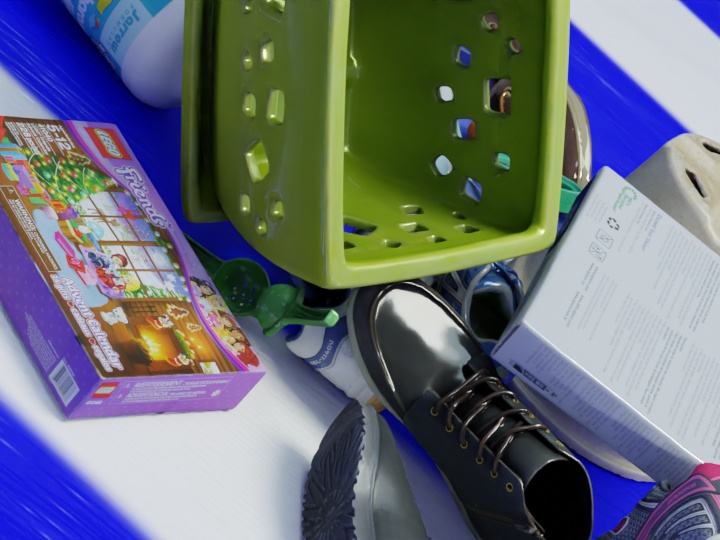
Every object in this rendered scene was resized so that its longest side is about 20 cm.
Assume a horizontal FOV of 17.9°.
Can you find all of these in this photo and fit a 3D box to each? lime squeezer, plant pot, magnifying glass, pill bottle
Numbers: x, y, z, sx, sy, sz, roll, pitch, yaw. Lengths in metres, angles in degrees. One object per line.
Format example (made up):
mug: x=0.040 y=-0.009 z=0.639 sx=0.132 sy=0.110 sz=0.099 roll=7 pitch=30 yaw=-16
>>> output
lime squeezer: x=-0.063 y=0.007 z=1.379 sx=0.038 sy=0.071 sz=0.200 roll=-38 pitch=44 yaw=-22
plant pot: x=-0.002 y=-0.111 z=1.404 sx=0.199 sy=0.200 sz=0.181 roll=-9 pitch=17 yaw=-40
magnifying glass: x=0.108 y=-0.079 z=1.636 sx=0.079 sy=0.023 sz=0.200 roll=19 pitch=10 yaw=-13
plant pot: x=0.211 y=0.013 z=1.598 sx=0.200 sy=0.184 sz=0.201 roll=30 pitch=32 yaw=-20
pill bottle: x=-0.136 y=-0.186 z=1.520 sx=0.200 sy=0.111 sz=0.111 roll=51 pitch=30 yaw=18

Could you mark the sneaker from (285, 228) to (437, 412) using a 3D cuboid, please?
sneaker: x=0.000 y=0.000 z=1.472 sx=0.088 sy=0.075 sz=0.200 roll=32 pitch=30 yaw=-17

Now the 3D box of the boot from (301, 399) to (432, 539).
boot: x=0.065 y=0.178 z=1.318 sx=0.199 sy=0.066 sz=0.165 roll=26 pitch=40 yaw=-22

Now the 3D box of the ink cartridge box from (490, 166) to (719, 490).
ink cartridge box: x=0.195 y=0.050 z=1.424 sx=0.200 sy=0.041 sz=0.200 roll=37 pitch=38 yaw=-1

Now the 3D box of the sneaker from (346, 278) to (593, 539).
sneaker: x=0.072 y=0.082 z=1.360 sx=0.075 sy=0.106 sz=0.201 roll=-37 pitch=100 yaw=-18

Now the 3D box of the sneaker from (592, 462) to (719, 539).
sneaker: x=0.180 y=0.162 z=1.337 sx=0.080 sy=0.200 sz=0.075 roll=10 pitch=75 yaw=-18

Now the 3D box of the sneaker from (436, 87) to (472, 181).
sneaker: x=0.002 y=-0.121 z=1.634 sx=0.130 sy=0.080 sz=0.201 roll=21 pitch=34 yaw=-35

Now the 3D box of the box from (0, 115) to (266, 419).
box: x=-0.156 y=-0.005 z=1.326 sx=0.136 sy=0.039 sz=0.200 roll=1 pitch=49 yaw=-51

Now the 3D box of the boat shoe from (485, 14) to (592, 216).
boat shoe: x=0.127 y=-0.125 z=1.763 sx=0.072 sy=0.072 sz=0.201 roll=-4 pitch=57 yaw=-13

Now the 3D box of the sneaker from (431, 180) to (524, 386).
sneaker: x=0.079 y=0.014 z=1.518 sx=0.075 sy=0.077 sz=0.201 roll=23 pitch=45 yaw=-28

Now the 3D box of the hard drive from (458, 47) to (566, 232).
hard drive: x=0.102 y=-0.103 z=1.784 sx=0.131 sy=0.025 sz=0.201 roll=26 pitch=33 yaw=-26
